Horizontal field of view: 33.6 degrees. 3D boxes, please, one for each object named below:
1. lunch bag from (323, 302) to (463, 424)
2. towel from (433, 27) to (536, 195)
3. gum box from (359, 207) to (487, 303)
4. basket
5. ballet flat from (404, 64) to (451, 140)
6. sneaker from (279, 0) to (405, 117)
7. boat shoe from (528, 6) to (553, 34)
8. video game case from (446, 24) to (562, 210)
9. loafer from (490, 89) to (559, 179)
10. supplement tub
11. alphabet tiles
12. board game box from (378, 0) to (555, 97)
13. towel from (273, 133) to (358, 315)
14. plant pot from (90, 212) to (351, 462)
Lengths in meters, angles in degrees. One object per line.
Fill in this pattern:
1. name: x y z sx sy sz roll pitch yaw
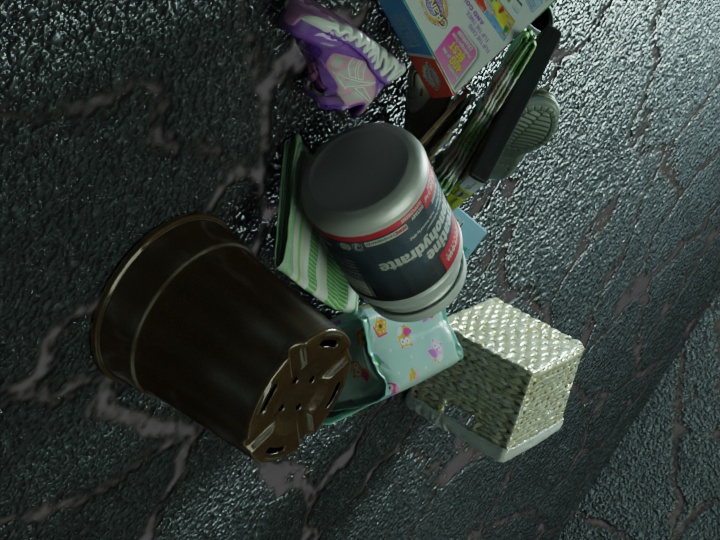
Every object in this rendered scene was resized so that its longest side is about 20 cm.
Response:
1. lunch bag: -0.003 0.110 1.480 0.199 0.123 0.170 -22 178 40
2. towel: 0.140 -0.191 1.390 0.201 0.031 0.149 -60 -175 17
3. gum box: 0.073 -0.020 1.578 0.170 0.044 0.200 -52 153 3
4. basket: 0.210 0.165 1.858 0.199 0.198 0.162 -18 129 -51
5. ballet flat: 0.090 -0.239 1.387 0.063 0.067 0.201 23 111 -30
6. sneaker: -0.027 -0.207 1.204 0.089 0.080 0.200 -53 155 8
7. boat shoe: 0.192 -0.349 1.434 0.073 0.062 0.200 -54 153 -8
8. video game case: 0.160 -0.173 1.409 0.201 0.025 0.181 -62 -176 -11
9. loafer: 0.199 -0.189 1.563 0.200 0.075 0.070 134 -32 -62
10. supplement tub: 0.030 -0.048 1.290 0.141 0.140 0.200 -50 142 -15
11. alphabet tiles: 0.077 -0.141 1.429 0.167 0.008 0.200 -48 176 -19
12. board game box: 0.115 -0.307 1.291 0.200 0.040 0.154 -44 116 -26
13. towel: -0.041 -0.045 1.324 0.200 0.023 0.154 42 49 -62
14. plant pot: -0.128 0.076 1.191 0.200 0.198 0.201 -41 149 -31
